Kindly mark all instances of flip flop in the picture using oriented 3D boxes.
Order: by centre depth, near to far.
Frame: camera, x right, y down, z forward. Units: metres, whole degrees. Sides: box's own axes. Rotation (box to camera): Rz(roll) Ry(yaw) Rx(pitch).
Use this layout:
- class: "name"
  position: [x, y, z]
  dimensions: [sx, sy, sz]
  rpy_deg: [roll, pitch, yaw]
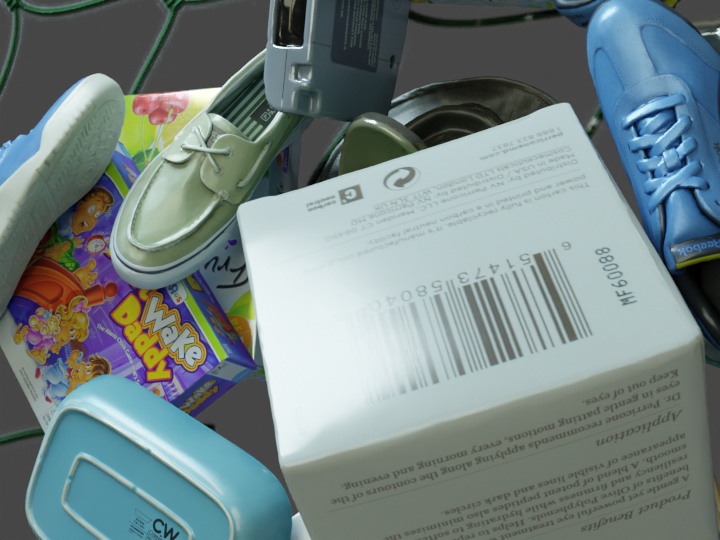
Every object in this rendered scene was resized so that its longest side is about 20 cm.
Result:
- class: "flip flop"
  position: [0.000, 0.000, 0.777]
  dimensions: [0.081, 0.057, 0.201]
  rpy_deg: [30, 124, 20]

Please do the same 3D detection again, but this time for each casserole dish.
- class: "casserole dish"
  position: [-0.127, 0.143, 0.741]
  dimensions: [0.199, 0.039, 0.122]
  rpy_deg: [28, 103, 27]

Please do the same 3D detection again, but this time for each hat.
- class: "hat"
  position: [0.049, -0.052, 0.817]
  dimensions: [0.199, 0.081, 0.203]
  rpy_deg: [-6, 73, 19]

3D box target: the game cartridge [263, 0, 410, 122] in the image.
- class: "game cartridge"
  position: [-0.007, -0.195, 0.789]
  dimensions: [0.041, 0.133, 0.202]
  rpy_deg: [8, 95, 22]

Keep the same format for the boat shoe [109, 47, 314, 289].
- class: "boat shoe"
  position: [-0.092, -0.077, 0.806]
  dimensions: [0.072, 0.062, 0.201]
  rpy_deg: [31, 67, 11]

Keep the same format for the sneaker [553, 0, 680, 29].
- class: "sneaker"
  position: [0.186, -0.232, 0.770]
  dimensions: [0.201, 0.078, 0.066]
  rpy_deg: [-61, 43, 34]

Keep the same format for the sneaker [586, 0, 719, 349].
- class: "sneaker"
  position: [0.169, -0.048, 0.645]
  dimensions: [0.066, 0.078, 0.202]
  rpy_deg: [-24, 91, 29]

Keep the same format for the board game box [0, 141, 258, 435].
- class: "board game box"
  position: [-0.175, 0.022, 0.842]
  dimensions: [0.134, 0.045, 0.201]
  rpy_deg: [-38, 67, 9]

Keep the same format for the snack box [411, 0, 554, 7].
- class: "snack box"
  position: [0.086, -0.288, 0.881]
  dimensions: [0.141, 0.053, 0.202]
  rpy_deg: [7, 78, 22]

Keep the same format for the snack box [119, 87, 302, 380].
- class: "snack box"
  position: [-0.118, -0.026, 0.887]
  dimensions: [0.141, 0.053, 0.202]
  rpy_deg: [-2, 75, 22]

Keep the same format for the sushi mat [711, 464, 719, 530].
- class: "sushi mat"
  position: [0.161, 0.113, 0.764]
  dimensions: [0.095, 0.012, 0.202]
  rpy_deg: [-19, 69, 15]

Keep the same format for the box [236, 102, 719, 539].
- class: "box"
  position: [0.058, 0.055, 0.665]
  dimensions: [0.197, 0.172, 0.201]
  rpy_deg: [-17, 41, 2]

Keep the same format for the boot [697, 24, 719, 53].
- class: "boot"
  position: [0.260, -0.167, 0.780]
  dimensions: [0.202, 0.074, 0.155]
  rpy_deg: [6, 74, 16]

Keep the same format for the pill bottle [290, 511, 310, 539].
- class: "pill bottle"
  position: [0.023, 0.231, 0.724]
  dimensions: [0.112, 0.112, 0.201]
  rpy_deg: [-39, 65, 5]

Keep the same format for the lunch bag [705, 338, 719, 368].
- class: "lunch bag"
  position: [0.273, -0.021, 0.702]
  dimensions: [0.198, 0.077, 0.162]
  rpy_deg: [-3, 101, 22]

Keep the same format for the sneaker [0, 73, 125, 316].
- class: "sneaker"
  position: [-0.245, -0.063, 0.823]
  dimensions: [0.111, 0.077, 0.201]
  rpy_deg: [37, 99, 16]
